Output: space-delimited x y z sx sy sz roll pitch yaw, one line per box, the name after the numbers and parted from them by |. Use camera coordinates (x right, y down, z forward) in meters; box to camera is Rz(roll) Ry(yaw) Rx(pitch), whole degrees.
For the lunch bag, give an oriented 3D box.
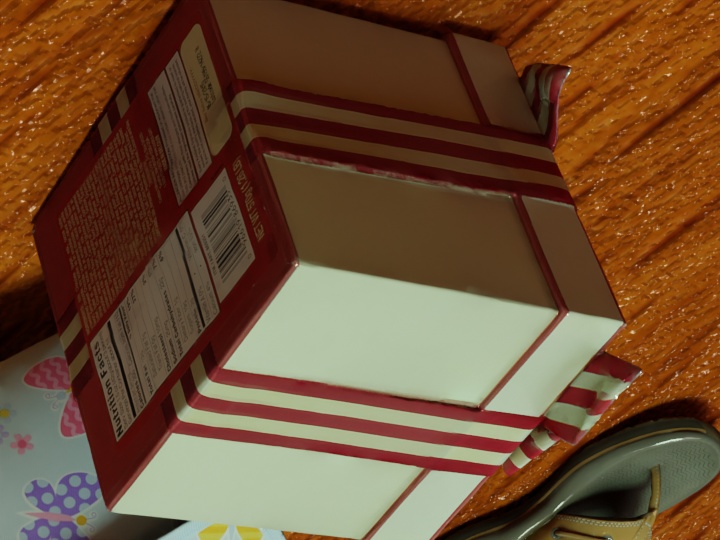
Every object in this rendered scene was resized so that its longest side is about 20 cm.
-0.121 0.139 1.122 0.169 0.200 0.127 -27 164 -18 | lunch bag

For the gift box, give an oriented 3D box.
0.000 0.000 1.069 0.187 0.185 0.200 11 138 -35 | gift box

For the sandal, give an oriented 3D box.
0.117 0.149 1.427 0.200 0.055 0.082 -29 144 8 | sandal
